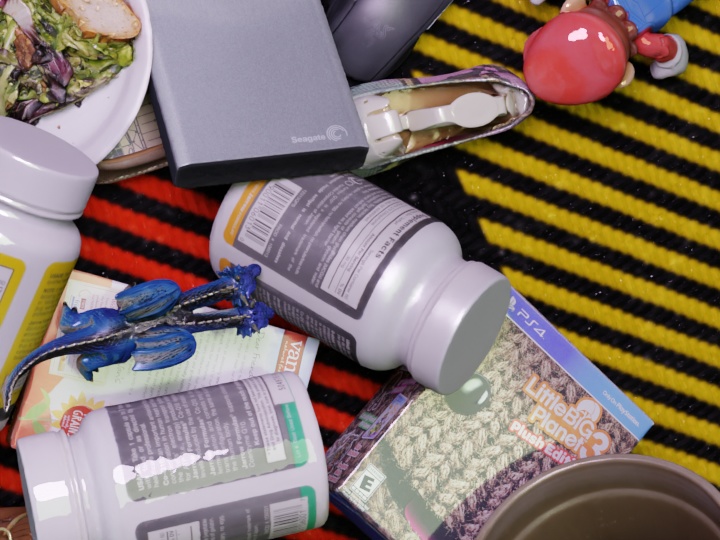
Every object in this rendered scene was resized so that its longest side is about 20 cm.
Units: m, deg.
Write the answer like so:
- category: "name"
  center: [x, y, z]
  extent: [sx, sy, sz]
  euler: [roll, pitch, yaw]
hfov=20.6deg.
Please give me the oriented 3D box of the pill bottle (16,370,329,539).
- category: "pill bottle"
  center: [-0.129, 0.141, 1.355]
  extent: [0.199, 0.113, 0.114]
  euler: [-10, 92, -13]

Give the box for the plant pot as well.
- category: "plant pot"
  center: [0.186, 0.259, 1.392]
  extent: [0.200, 0.200, 0.174]
  euler: [-36, 136, -13]

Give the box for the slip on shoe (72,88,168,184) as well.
- category: "slip on shoe"
  center: [-0.124, -0.123, 1.445]
  extent: [0.199, 0.061, 0.076]
  euler: [-23, 95, -14]

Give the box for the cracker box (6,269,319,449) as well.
- category: "cracker box"
  center: [-0.143, 0.088, 1.439]
  extent: [0.199, 0.058, 0.135]
  euler: [17, 86, -13]

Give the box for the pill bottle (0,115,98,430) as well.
- category: "pill bottle"
  center: [-0.259, 0.003, 1.351]
  extent: [0.114, 0.114, 0.201]
  euler: [23, 104, -13]

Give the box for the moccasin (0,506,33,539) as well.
- category: "moccasin"
  center: [-0.235, 0.206, 1.401]
  extent: [0.200, 0.078, 0.074]
  euler: [-5, 91, -14]

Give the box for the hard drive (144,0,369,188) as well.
- category: "hard drive"
  center: [-0.086, -0.151, 1.415]
  extent: [0.139, 0.033, 0.201]
  euler: [-7, 58, -18]

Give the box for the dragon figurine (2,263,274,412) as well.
- category: "dragon figurine"
  center: [-0.149, 0.039, 1.339]
  extent: [0.199, 0.099, 0.059]
  euler: [-18, 94, -44]

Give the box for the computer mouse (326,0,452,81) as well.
- category: "computer mouse"
  center: [0.025, -0.252, 1.495]
  extent: [0.140, 0.046, 0.200]
  euler: [42, 79, -12]

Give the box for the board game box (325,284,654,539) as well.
- category: "board game box"
  center: [0.088, 0.135, 1.479]
  extent: [0.159, 0.097, 0.200]
  euler: [42, 80, -11]

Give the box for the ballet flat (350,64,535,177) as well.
- category: "ballet flat"
  center: [0.039, -0.113, 1.484]
  extent: [0.199, 0.071, 0.070]
  euler: [-15, 96, -14]

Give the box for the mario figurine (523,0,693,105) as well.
- category: "mario figurine"
  center: [0.189, -0.196, 1.526]
  extent: [0.123, 0.106, 0.200]
  euler: [34, 58, 23]

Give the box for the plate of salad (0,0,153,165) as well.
- category: "plate of salad"
  center: [-0.243, -0.155, 1.389]
  extent: [0.199, 0.048, 0.201]
  euler: [0, 89, 12]

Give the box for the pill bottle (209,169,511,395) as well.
- category: "pill bottle"
  center: [0.000, 0.000, 1.407]
  extent: [0.199, 0.116, 0.117]
  euler: [30, 80, 21]
